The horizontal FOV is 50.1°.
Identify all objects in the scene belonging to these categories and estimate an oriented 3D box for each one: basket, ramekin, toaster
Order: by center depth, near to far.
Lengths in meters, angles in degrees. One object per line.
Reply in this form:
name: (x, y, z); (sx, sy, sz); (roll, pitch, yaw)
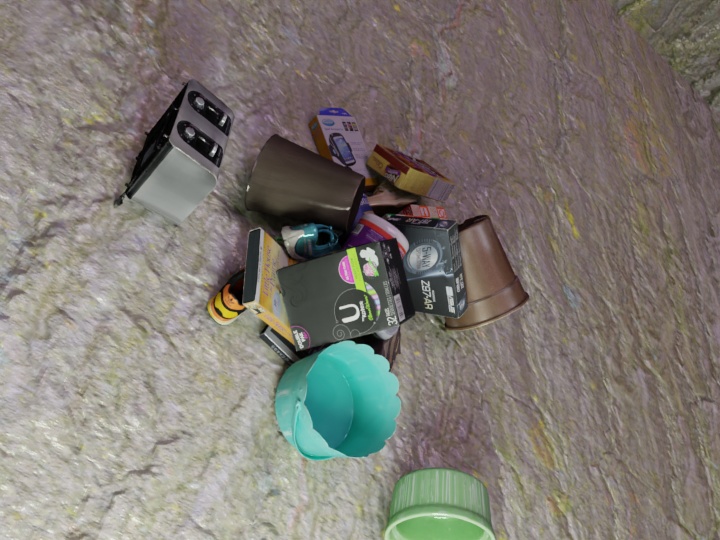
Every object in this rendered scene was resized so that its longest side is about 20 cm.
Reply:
toaster: (-0.319, -0.200, 1.353); (0.118, 0.199, 0.183); (31, 41, -26)
ramekin: (0.143, 0.440, 1.382); (0.198, 0.199, 0.099); (32, 41, -23)
basket: (-0.098, -0.160, 1.489); (0.196, 0.138, 0.182); (19, 44, 6)

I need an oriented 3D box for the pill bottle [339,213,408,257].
pill bottle: (0.000, 0.000, 1.480); (0.112, 0.112, 0.202); (36, 82, -19)

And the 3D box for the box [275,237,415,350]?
box: (-0.024, 0.040, 1.350); (0.124, 0.196, 0.152); (-15, 91, -71)

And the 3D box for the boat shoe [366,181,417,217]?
boat shoe: (0.054, -0.162, 1.729); (0.198, 0.072, 0.066); (-16, 77, -51)

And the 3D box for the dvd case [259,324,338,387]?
dvd case: (-0.092, 0.106, 1.483); (0.150, 0.025, 0.201); (44, 45, -13)

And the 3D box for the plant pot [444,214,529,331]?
plant pot: (0.242, -0.002, 1.680); (0.199, 0.198, 0.202); (-29, 100, -46)

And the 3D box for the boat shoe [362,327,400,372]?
boat shoe: (0.044, 0.148, 1.557); (0.074, 0.073, 0.202); (62, 33, -31)

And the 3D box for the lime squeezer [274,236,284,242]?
lime squeezer: (-0.088, -0.025, 1.551); (0.199, 0.038, 0.071); (37, 50, -19)

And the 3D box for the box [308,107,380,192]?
box: (-0.040, -0.272, 1.733); (0.118, 0.041, 0.203); (-7, 69, -43)

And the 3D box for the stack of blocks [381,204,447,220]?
stack of blocks: (0.120, -0.084, 1.751); (0.197, 0.058, 0.117); (0, 66, -41)

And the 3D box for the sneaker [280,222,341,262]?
sneaker: (-0.076, -0.047, 1.459); (0.199, 0.078, 0.079); (17, 56, -69)

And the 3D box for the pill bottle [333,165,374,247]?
pill bottle: (-0.025, -0.102, 1.597); (0.111, 0.111, 0.203); (-20, 81, -45)

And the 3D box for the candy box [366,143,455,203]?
candy box: (0.118, -0.221, 1.764); (0.116, 0.057, 0.198); (41, 18, 32)

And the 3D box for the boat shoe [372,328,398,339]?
boat shoe: (0.035, 0.078, 1.540); (0.072, 0.062, 0.201); (46, 22, -21)

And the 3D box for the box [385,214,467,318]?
box: (0.133, -0.009, 1.590); (0.043, 0.158, 0.204); (-38, 127, -45)

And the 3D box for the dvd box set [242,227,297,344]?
dvd box set: (-0.141, 0.036, 1.380); (0.200, 0.029, 0.149); (47, 36, -50)

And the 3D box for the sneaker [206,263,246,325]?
sneaker: (-0.192, 0.019, 1.397); (0.070, 0.090, 0.200); (48, 45, -7)

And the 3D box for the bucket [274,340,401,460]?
bucket: (-0.044, 0.233, 1.353); (0.204, 0.134, 0.212); (11, 70, -33)
